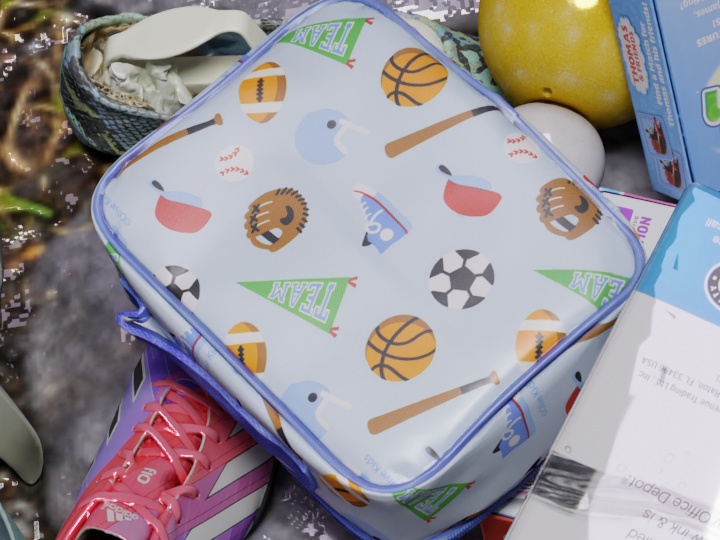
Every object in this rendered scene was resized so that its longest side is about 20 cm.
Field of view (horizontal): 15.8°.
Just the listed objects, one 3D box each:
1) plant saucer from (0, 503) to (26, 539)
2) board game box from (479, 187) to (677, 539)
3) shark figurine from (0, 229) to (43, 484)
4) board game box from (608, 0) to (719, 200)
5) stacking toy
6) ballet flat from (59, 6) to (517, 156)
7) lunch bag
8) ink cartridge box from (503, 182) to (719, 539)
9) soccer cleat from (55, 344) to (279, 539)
[{"bbox_3d":[-0.135,0.169,0.882,0.039,0.201,0.201,10,51,-27],"label":"plant saucer"},{"bbox_3d":[0.162,0.059,0.968,0.199,0.040,0.153,14,60,17],"label":"board game box"},{"bbox_3d":[-0.211,0.046,1.032,0.214,0.128,0.090,-29,29,10],"label":"shark figurine"},{"bbox_3d":[0.159,-0.146,1.001,0.151,0.201,0.037,-25,23,-22],"label":"board game box"},{"bbox_3d":[0.094,-0.107,1.053,0.146,0.146,0.201,12,75,17],"label":"stacking toy"},{"bbox_3d":[-0.029,-0.081,1.076,0.199,0.074,0.074,-4,56,6],"label":"ballet flat"},{"bbox_3d":[0.000,0.000,0.966,0.160,0.076,0.200,-42,61,-10],"label":"lunch bag"},{"bbox_3d":[0.134,0.095,0.875,0.144,0.084,0.200,25,80,19],"label":"ink cartridge box"},{"bbox_3d":[-0.077,0.090,0.967,0.068,0.073,0.200,9,59,14],"label":"soccer cleat"}]
